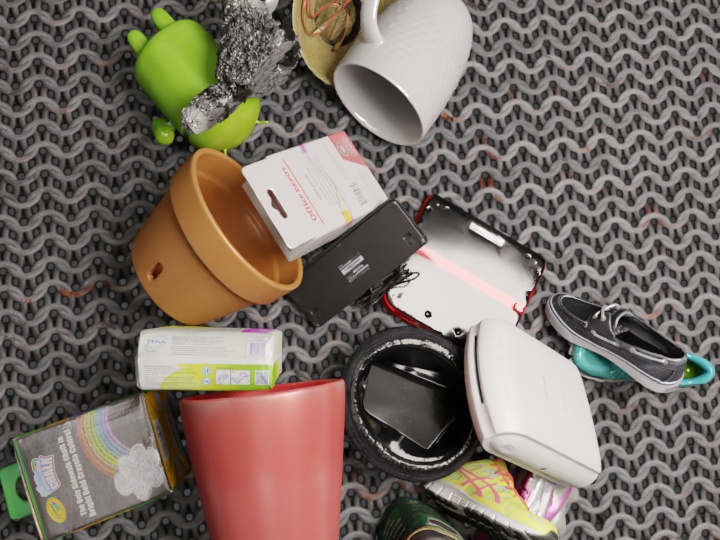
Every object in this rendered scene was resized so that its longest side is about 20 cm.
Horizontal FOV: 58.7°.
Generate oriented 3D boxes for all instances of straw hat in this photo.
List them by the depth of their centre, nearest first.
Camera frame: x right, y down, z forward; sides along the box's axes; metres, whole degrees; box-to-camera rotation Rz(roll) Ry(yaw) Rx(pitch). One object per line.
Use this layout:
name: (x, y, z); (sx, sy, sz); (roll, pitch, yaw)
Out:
straw hat: (-0.043, -0.356, 0.879); (0.084, 0.201, 0.203); (24, 79, 38)

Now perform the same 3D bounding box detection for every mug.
mug: (0.060, -0.299, 0.841); (0.146, 0.201, 0.177); (23, 71, 37)

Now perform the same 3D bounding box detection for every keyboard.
keyboard: (0.000, 0.000, 0.861); (0.199, 0.040, 0.105); (-37, 94, 15)

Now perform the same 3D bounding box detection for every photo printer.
photo printer: (0.206, 0.160, 0.792); (0.198, 0.069, 0.169); (31, 42, -30)

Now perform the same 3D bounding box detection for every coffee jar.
coffee jar: (0.082, 0.342, 0.762); (0.103, 0.200, 0.086); (28, 82, -1)

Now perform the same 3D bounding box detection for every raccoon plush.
raccoon plush: (-0.165, -0.274, 0.762); (0.134, 0.097, 0.199); (46, 60, 6)

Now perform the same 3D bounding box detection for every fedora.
fedora: (0.063, 0.169, 0.835); (0.196, 0.092, 0.205); (1, 86, -9)

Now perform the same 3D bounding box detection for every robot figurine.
robot figurine: (-0.215, -0.242, 0.844); (0.175, 0.116, 0.200); (-43, 89, -3)

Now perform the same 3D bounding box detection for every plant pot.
plant pot: (-0.102, 0.225, 0.733); (0.196, 0.200, 0.181); (-7, 83, -6)
plant pot: (-0.184, -0.027, 0.791); (0.139, 0.200, 0.202); (-33, 87, 17)

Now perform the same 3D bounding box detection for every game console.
game console: (0.142, 0.015, 0.896); (0.198, 0.031, 0.179); (29, 78, -2)

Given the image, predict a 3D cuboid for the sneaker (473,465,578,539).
sneaker: (0.219, 0.336, 0.836); (0.088, 0.081, 0.201); (36, 82, 1)

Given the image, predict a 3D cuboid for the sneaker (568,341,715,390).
sneaker: (0.384, 0.120, 0.877); (0.196, 0.080, 0.079); (8, 83, -4)

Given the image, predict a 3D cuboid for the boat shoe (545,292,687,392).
boat shoe: (0.330, 0.076, 0.836); (0.071, 0.069, 0.200); (-28, 46, -23)

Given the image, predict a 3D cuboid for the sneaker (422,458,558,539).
sneaker: (0.165, 0.276, 0.793); (0.090, 0.199, 0.079); (-47, 121, -21)

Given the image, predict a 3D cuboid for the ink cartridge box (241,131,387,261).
ink cartridge box: (-0.067, -0.092, 0.812); (0.199, 0.067, 0.118); (-30, 86, -47)

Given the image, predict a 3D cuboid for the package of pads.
package of pads: (-0.173, 0.102, 0.766); (0.151, 0.200, 0.070); (1, 85, -5)

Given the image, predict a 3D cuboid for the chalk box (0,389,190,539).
chalk box: (-0.327, 0.234, 0.777); (0.197, 0.124, 0.127); (-19, 86, -6)
